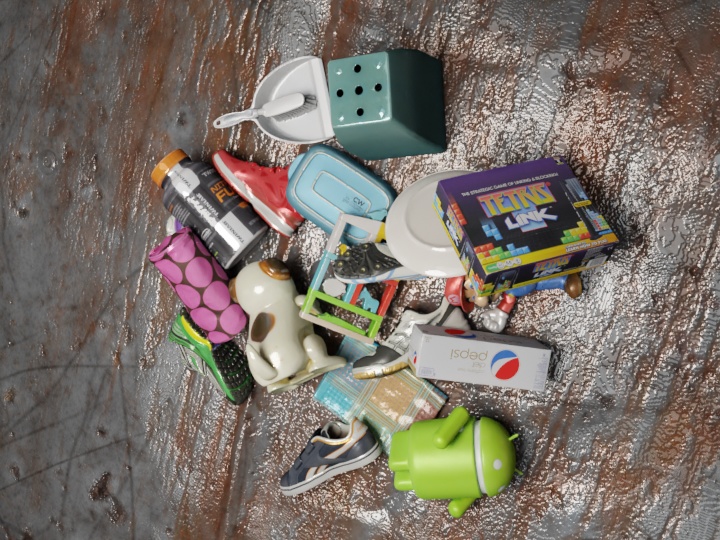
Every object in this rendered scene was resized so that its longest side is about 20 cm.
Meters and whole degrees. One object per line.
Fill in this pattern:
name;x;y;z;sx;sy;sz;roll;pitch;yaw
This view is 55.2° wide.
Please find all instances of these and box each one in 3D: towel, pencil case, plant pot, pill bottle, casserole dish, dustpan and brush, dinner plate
towel;0.028;0.208;1.137;0.198;0.022;0.148;34;106;15
pencil case;-0.267;0.028;1.136;0.092;0.091;0.202;-12;120;31
plant pot;0.033;-0.245;1.004;0.139;0.199;0.145;-3;93;20
pill bottle;-0.258;-0.108;1.156;0.200;0.106;0.106;46;108;-2
casserole dish;-0.030;-0.117;1.095;0.198;0.039;0.122;34;93;0
dustpan and brush;-0.150;-0.266;1.147;0.196;0.057;0.143;-12;90;22
dinner plate;0.130;-0.079;1.009;0.196;0.024;0.203;-9;52;11

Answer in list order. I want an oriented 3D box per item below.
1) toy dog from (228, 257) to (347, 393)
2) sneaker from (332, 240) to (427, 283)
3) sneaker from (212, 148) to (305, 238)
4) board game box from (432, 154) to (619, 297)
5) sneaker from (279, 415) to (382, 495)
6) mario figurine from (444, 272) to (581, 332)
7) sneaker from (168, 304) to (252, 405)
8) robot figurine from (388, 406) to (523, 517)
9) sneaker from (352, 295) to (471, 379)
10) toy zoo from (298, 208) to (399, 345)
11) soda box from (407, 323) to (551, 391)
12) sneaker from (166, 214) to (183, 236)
toy dog;-0.141;0.084;1.106;0.139;0.192;0.203;-31;70;34
sneaker;0.056;-0.009;1.041;0.196;0.073;0.073;-11;50;-7
sneaker;-0.152;-0.159;1.163;0.200;0.078;0.116;45;93;8
board game box;0.219;-0.065;0.934;0.196;0.057;0.167;-13;57;-15
sneaker;-0.063;0.303;1.144;0.198;0.078;0.080;-29;95;20
mario figurine;0.218;0.024;1.003;0.196;0.106;0.126;-11;84;19
sneaker;-0.266;0.159;1.226;0.201;0.078;0.085;50;118;18
robot figurine;0.144;0.283;1.043;0.196;0.116;0.178;-7;120;14
sneaker;0.072;0.106;1.080;0.197;0.076;0.089;-23;80;1
toy zoo;0.000;0.000;1.068;0.129;0.020;0.203;22;93;-21
soda box;0.171;0.126;1.005;0.196;0.068;0.065;9;98;-9
sneaker;-0.279;-0.011;1.212;0.082;0.081;0.204;-16;91;9
